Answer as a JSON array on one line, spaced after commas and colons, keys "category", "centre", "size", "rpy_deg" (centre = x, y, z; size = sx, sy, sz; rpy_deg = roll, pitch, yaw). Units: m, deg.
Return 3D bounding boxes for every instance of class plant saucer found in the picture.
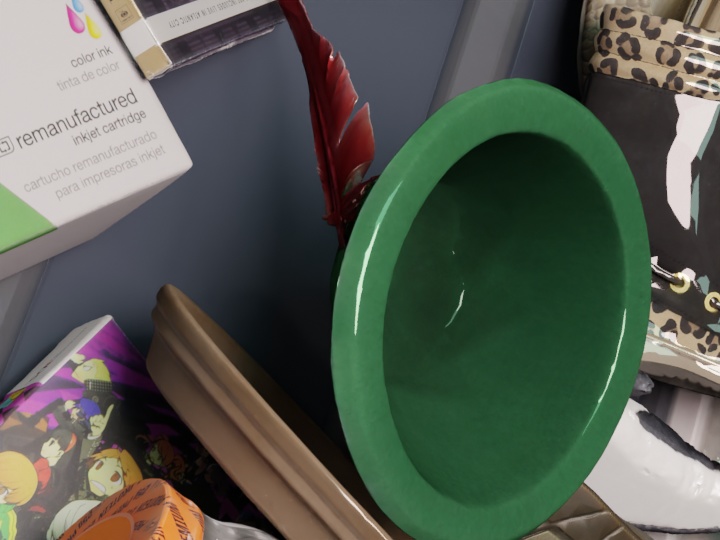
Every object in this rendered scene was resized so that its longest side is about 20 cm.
[{"category": "plant saucer", "centre": [-0.012, 0.086, 0.840], "size": [0.029, 0.200, 0.200], "rpy_deg": [-44, 99, -2]}]

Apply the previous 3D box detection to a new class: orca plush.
[{"category": "orca plush", "centre": [0.095, 0.059, 0.967], "size": [0.199, 0.105, 0.071], "rpy_deg": [5, 39, -19]}]

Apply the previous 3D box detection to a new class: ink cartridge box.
[{"category": "ink cartridge box", "centre": [-0.177, -0.089, 0.838], "size": [0.145, 0.084, 0.201], "rpy_deg": [-27, 87, -40]}]

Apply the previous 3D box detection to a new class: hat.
[{"category": "hat", "centre": [0.000, 0.000, 0.895], "size": [0.200, 0.176, 0.166], "rpy_deg": [-54, 129, -26]}]

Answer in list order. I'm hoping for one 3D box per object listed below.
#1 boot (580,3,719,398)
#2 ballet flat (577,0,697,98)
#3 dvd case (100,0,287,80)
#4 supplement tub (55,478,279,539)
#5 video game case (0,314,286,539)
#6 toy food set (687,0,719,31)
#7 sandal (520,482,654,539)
[{"category": "boot", "centre": [0.166, -0.021, 0.997], "size": [0.199, 0.073, 0.151], "rpy_deg": [15, 92, -13]}, {"category": "ballet flat", "centre": [0.151, -0.150, 1.063], "size": [0.200, 0.046, 0.067], "rpy_deg": [-62, 147, -31]}, {"category": "dvd case", "centre": [-0.105, -0.174, 0.904], "size": [0.200, 0.016, 0.149], "rpy_deg": [59, 20, -3]}, {"category": "supplement tub", "centre": [-0.032, 0.172, 0.778], "size": [0.200, 0.122, 0.123], "rpy_deg": [47, 58, -16]}, {"category": "video game case", "centre": [-0.094, 0.148, 0.841], "size": [0.200, 0.036, 0.181], "rpy_deg": [53, 54, -11]}, {"category": "toy food set", "centre": [0.228, -0.092, 1.092], "size": [0.143, 0.060, 0.200], "rpy_deg": [37, 60, -15]}, {"category": "sandal", "centre": [0.100, 0.148, 0.949], "size": [0.082, 0.055, 0.200], "rpy_deg": [-47, 109, -5]}]
